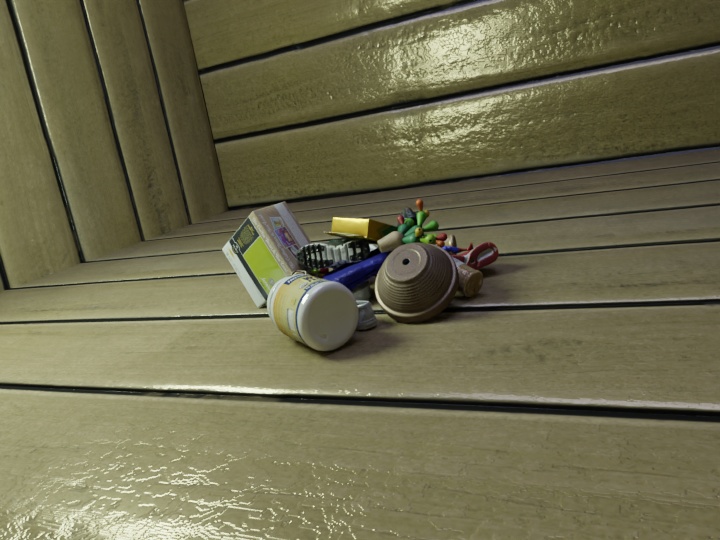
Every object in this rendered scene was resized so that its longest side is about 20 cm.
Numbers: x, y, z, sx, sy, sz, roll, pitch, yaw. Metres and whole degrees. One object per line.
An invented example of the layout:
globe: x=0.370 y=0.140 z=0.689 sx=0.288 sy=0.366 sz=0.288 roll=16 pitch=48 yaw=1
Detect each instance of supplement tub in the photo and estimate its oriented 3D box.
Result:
supplement tub: x=-0.110 y=0.085 z=1.302 sx=0.143 sy=0.147 sz=0.199 roll=-18 pitch=16 yaw=-30

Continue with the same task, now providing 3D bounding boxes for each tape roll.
tape roll: x=-0.071 y=0.065 z=1.580 sx=0.199 sy=0.038 sz=0.203 roll=-10 pitch=15 yaw=3

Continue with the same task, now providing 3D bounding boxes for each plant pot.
plant pot: x=0.115 y=0.007 z=1.341 sx=0.198 sy=0.093 sz=0.203 roll=-14 pitch=50 yaw=18

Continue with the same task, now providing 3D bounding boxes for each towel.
towel: x=0.000 y=0.000 z=1.555 sx=0.197 sy=0.050 sz=0.148 roll=-26 pitch=11 yaw=-7

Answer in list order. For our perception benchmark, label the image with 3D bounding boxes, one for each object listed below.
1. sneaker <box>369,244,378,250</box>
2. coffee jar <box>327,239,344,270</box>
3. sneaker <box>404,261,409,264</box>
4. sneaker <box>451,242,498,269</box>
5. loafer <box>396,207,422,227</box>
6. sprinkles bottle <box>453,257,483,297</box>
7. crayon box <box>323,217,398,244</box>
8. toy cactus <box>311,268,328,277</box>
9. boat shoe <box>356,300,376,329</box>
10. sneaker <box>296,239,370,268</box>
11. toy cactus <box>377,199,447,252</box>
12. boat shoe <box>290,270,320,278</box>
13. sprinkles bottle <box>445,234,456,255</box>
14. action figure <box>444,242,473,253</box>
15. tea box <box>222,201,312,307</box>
sneaker: x=0.027 y=-0.030 z=1.805 sx=0.087 sy=0.077 sz=0.199 roll=-20 pitch=16 yaw=-33
coffee jar: x=-0.041 y=-0.031 z=1.750 sx=0.102 sy=0.087 sz=0.200 roll=12 pitch=9 yaw=-15
sneaker: x=0.165 y=-0.013 z=1.624 sx=0.197 sy=0.081 sz=0.077 roll=-15 pitch=14 yaw=-18
sneaker: x=0.268 y=-0.006 z=1.597 sx=0.197 sy=0.080 sz=0.116 roll=-18 pitch=-10 yaw=-2
loafer: x=0.125 y=-0.082 z=1.687 sx=0.071 sy=0.202 sz=0.073 roll=3 pitch=34 yaw=-19
sprinkles bottle: x=0.209 y=-0.005 z=1.472 sx=0.067 sy=0.069 sz=0.199 roll=-18 pitch=33 yaw=-31
crayon box: x=0.012 y=-0.103 z=1.572 sx=0.125 sy=0.052 sz=0.199 roll=7 pitch=-1 yaw=37
toy cactus: x=-0.186 y=0.002 z=1.801 sx=0.163 sy=0.104 sz=0.200 roll=-25 pitch=26 yaw=-17
boat shoe: x=-0.041 y=0.089 z=1.394 sx=0.071 sy=0.070 sz=0.199 roll=-19 pitch=16 yaw=-31
sneaker: x=-0.068 y=-0.044 z=1.572 sx=0.196 sy=0.068 sz=0.090 roll=-7 pitch=3 yaw=6
toy cactus: x=0.120 y=-0.094 z=1.486 sx=0.163 sy=0.104 sz=0.201 roll=-21 pitch=32 yaw=-7
boat shoe: x=-0.145 y=0.034 z=1.527 sx=0.074 sy=0.073 sz=0.200 roll=-7 pitch=15 yaw=12
sprinkles bottle: x=0.188 y=-0.064 z=1.801 sx=0.196 sy=0.070 sz=0.068 roll=-6 pitch=14 yaw=18
action figure: x=0.216 y=-0.062 z=1.699 sx=0.196 sy=0.099 sz=0.066 roll=-4 pitch=57 yaw=18
tea box: x=-0.246 y=-0.044 z=1.654 sx=0.133 sy=0.202 sz=0.196 roll=-26 pitch=-10 yaw=-48
